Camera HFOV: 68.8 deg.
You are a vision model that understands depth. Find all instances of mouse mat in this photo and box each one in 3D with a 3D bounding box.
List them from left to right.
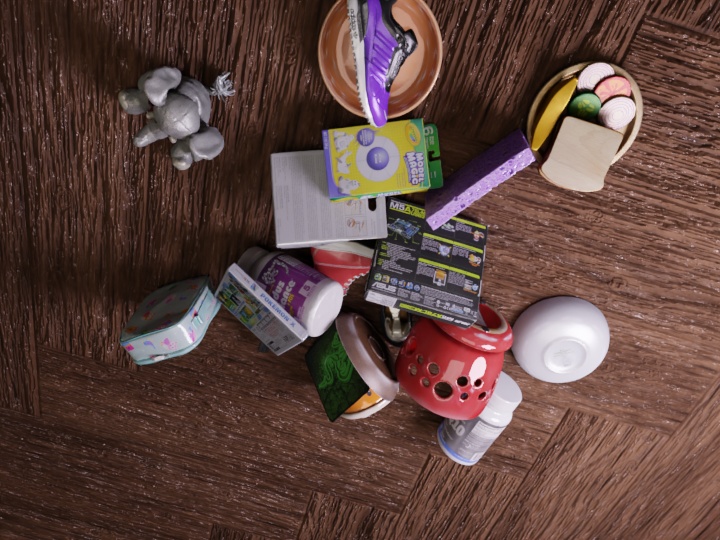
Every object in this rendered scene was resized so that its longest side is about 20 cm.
[{"bbox_3d":[-0.054,0.209,1.089,0.007,0.163,0.200,-9,152,-36],"label":"mouse mat"}]

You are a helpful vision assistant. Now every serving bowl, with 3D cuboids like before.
[{"bbox_3d":[0.408,0.155,1.068,0.196,0.066,0.203,3,121,4],"label":"serving bowl"}]

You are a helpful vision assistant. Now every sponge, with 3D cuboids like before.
[{"bbox_3d":[0.195,-0.156,0.888,0.199,0.112,0.030,-34,110,23],"label":"sponge"}]

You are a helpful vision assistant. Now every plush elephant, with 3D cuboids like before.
[{"bbox_3d":[-0.306,-0.250,0.862,0.198,0.156,0.166,-25,114,19],"label":"plush elephant"}]

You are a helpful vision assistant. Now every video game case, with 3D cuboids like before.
[{"bbox_3d":[-0.194,0.081,0.996,0.182,0.022,0.200,44,154,-5],"label":"video game case"}]

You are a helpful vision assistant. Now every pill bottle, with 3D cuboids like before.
[{"bbox_3d":[-0.140,0.032,1.001,0.198,0.112,0.114,27,123,22],"label":"pill bottle"},{"bbox_3d":[0.259,0.318,1.148,0.112,0.114,0.202,23,119,-7],"label":"pill bottle"}]

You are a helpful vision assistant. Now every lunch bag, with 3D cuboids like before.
[{"bbox_3d":[-0.367,0.097,1.041,0.158,0.201,0.078,-13,120,11],"label":"lunch bag"}]

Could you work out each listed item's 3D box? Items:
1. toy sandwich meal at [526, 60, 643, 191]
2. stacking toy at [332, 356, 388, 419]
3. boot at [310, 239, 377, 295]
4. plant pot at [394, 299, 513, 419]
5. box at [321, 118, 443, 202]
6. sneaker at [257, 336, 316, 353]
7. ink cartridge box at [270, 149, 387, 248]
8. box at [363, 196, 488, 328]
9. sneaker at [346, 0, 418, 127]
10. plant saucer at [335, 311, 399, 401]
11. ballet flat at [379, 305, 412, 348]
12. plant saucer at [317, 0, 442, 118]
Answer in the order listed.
[{"bbox_3d":[0.362,-0.229,0.852,0.201,0.071,0.208,3,120,5],"label":"toy sandwich meal"},{"bbox_3d":[-0.017,0.197,1.118,0.144,0.146,0.202,-22,100,18],"label":"stacking toy"},{"bbox_3d":[0.000,0.000,1.024,0.196,0.073,0.146,7,121,11],"label":"boot"},{"bbox_3d":[0.187,0.153,1.017,0.198,0.201,0.185,21,114,-6],"label":"plant pot"},{"bbox_3d":[0.039,-0.185,0.887,0.196,0.048,0.120,-7,89,-1],"label":"box"},{"bbox_3d":[-0.133,0.122,1.110,0.103,0.060,0.201,31,115,-7],"label":"sneaker"},{"bbox_3d":[-0.057,-0.128,0.933,0.196,0.057,0.166,-4,89,-4],"label":"ink cartridge box"},{"bbox_3d":[0.120,-0.017,0.935,0.197,0.196,0.048,15,151,-3],"label":"box"},{"bbox_3d":[0.040,-0.319,0.795,0.098,0.070,0.203,-6,119,7],"label":"sneaker"},{"bbox_3d":[0.022,0.160,1.038,0.032,0.201,0.201,-35,111,12],"label":"plant saucer"},{"bbox_3d":[0.071,0.090,1.066,0.072,0.073,0.203,0,120,6],"label":"ballet flat"},{"bbox_3d":[0.031,-0.347,0.841,0.196,0.038,0.203,3,120,5],"label":"plant saucer"}]
